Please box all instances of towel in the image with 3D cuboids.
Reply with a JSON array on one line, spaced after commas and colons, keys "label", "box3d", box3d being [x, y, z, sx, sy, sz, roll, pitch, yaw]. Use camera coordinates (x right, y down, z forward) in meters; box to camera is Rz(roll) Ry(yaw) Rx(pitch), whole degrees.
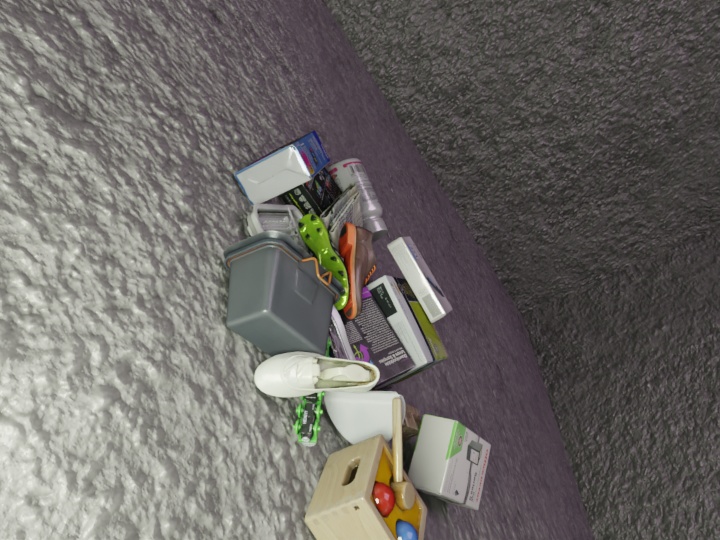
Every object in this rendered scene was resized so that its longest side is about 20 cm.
[{"label": "towel", "box3d": [-0.028, -0.066, 1.327, 0.193, 0.034, 0.201, -55, 143, -53]}]

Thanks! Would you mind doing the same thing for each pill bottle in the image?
[{"label": "pill bottle", "box3d": [-0.012, -0.170, 1.561, 0.201, 0.113, 0.113, 67, 19, 11]}]

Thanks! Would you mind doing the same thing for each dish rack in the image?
[{"label": "dish rack", "box3d": [-0.139, -0.040, 1.161, 0.173, 0.043, 0.200, 65, 19, 5]}]

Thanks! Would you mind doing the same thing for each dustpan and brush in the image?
[{"label": "dustpan and brush", "box3d": [0.017, 0.280, 1.069, 0.057, 0.139, 0.201, -54, 140, -64]}]

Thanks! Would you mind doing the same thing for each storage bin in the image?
[{"label": "storage bin", "box3d": [-0.116, 0.054, 0.971, 0.200, 0.145, 0.135, 44, 36, -44]}]

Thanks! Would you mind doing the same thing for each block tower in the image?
[{"label": "block tower", "box3d": [0.060, 0.291, 1.222, 0.200, 0.058, 0.054, 38, 31, -54]}]

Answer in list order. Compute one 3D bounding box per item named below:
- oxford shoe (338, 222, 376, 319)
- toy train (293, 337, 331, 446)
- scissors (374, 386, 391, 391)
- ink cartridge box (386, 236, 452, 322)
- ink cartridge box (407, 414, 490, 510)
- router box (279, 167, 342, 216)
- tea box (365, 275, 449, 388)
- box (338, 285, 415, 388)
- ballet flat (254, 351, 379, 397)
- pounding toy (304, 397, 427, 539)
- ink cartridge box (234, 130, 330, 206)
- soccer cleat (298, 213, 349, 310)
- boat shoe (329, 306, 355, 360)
[{"label": "oxford shoe", "box3d": [0.000, 0.000, 1.194, 0.072, 0.071, 0.201, 10, 63, -20]}, {"label": "toy train", "box3d": [-0.075, 0.190, 0.993, 0.057, 0.041, 0.201, 89, 5, -47]}, {"label": "scissors", "box3d": [0.025, 0.248, 1.259, 0.200, 0.014, 0.073, 39, 28, -52]}, {"label": "ink cartridge box", "box3d": [0.146, 0.015, 1.442, 0.201, 0.045, 0.176, 60, 16, 5]}, {"label": "ink cartridge box", "box3d": [0.189, 0.402, 1.286, 0.200, 0.084, 0.146, 41, 60, -48]}, {"label": "router box", "box3d": [-0.104, -0.167, 1.392, 0.150, 0.062, 0.200, 55, 20, -26]}, {"label": "tea box", "box3d": [0.074, 0.132, 1.339, 0.201, 0.133, 0.197, 65, 19, 15]}, {"label": "box", "box3d": [0.002, 0.127, 1.187, 0.142, 0.036, 0.201, -15, 65, -45]}, {"label": "ballet flat", "box3d": [-0.058, 0.154, 0.933, 0.199, 0.070, 0.070, 7, 51, -28]}, {"label": "pounding toy", "box3d": [0.029, 0.339, 0.939, 0.185, 0.142, 0.200, 60, 19, -11]}, {"label": "ink cartridge box", "box3d": [-0.146, -0.207, 1.221, 0.077, 0.136, 0.200, 64, 18, -13]}, {"label": "soccer cleat", "box3d": [-0.063, -0.015, 1.170, 0.081, 0.067, 0.201, 48, 20, -71]}, {"label": "boat shoe", "box3d": [-0.067, 0.130, 1.102, 0.066, 0.070, 0.201, -20, 87, -47]}]
